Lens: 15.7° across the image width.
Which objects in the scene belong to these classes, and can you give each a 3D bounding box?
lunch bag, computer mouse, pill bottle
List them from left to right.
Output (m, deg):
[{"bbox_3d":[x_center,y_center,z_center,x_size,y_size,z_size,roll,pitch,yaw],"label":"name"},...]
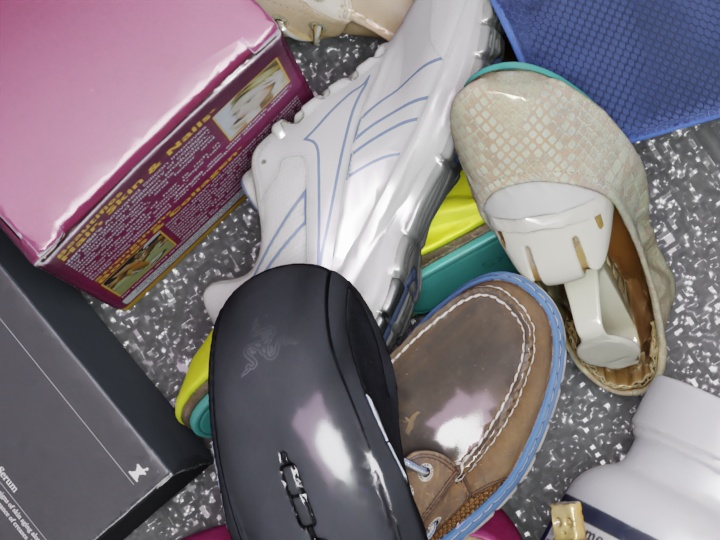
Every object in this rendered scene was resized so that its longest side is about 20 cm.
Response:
[{"bbox_3d":[0.011,0.087,0.958,0.140,0.046,0.200,-13,80,20],"label":"computer mouse"},{"bbox_3d":[0.118,0.151,1.073,0.116,0.116,0.200,28,86,6],"label":"pill bottle"},{"bbox_3d":[0.127,-0.154,1.038,0.136,0.132,0.200,-12,116,36],"label":"lunch bag"}]

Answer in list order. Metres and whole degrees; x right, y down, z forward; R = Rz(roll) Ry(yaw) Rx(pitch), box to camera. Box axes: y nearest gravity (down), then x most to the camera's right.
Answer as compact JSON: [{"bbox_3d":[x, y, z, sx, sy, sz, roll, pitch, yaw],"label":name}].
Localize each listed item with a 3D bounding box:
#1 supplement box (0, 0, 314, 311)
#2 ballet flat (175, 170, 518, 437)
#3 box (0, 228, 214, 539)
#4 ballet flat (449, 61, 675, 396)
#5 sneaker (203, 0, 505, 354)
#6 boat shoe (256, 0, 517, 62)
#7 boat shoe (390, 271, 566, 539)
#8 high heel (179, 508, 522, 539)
[{"bbox_3d":[-0.101,-0.069,1.068,0.131,0.200,0.103,-43,83,-2],"label":"supplement box"},{"bbox_3d":[0.000,0.000,1.130,0.200,0.067,0.067,-30,62,-2],"label":"ballet flat"},{"bbox_3d":[-0.183,0.051,1.114,0.141,0.079,0.200,-41,83,11],"label":"box"},{"bbox_3d":[0.090,-0.010,1.052,0.067,0.200,0.062,-12,58,19],"label":"ballet flat"},{"bbox_3d":[0.000,-0.048,1.063,0.087,0.075,0.200,23,84,11],"label":"sneaker"},{"bbox_3d":[-0.020,-0.131,1.138,0.200,0.072,0.065,38,101,5],"label":"boat shoe"},{"bbox_3d":[0.008,0.087,1.023,0.072,0.072,0.200,38,103,20],"label":"boat shoe"},{"bbox_3d":[-0.030,0.136,1.093,0.200,0.096,0.067,-8,84,3],"label":"high heel"}]
